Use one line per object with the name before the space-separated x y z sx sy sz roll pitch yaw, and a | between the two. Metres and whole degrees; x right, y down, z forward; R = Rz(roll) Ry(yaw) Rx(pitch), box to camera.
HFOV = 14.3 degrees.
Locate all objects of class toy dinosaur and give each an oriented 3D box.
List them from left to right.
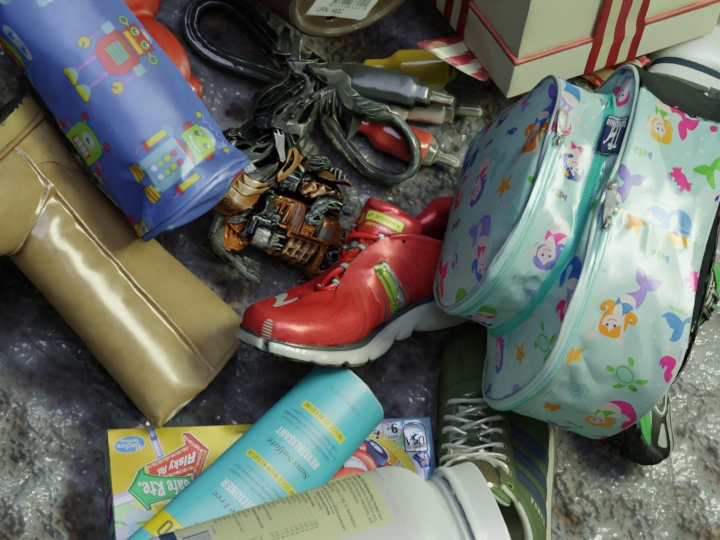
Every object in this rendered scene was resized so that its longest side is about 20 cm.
toy dinosaur | -0.055 -0.069 1.748 0.136 0.200 0.102 -48 40 1

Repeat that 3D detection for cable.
cable | -0.023 -0.113 1.838 0.199 0.050 0.097 15 83 7

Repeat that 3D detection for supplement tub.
supplement tub | -0.016 0.192 1.582 0.199 0.145 0.145 -16 73 -8

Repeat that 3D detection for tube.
tube | -0.070 0.137 1.676 0.077 0.050 0.200 42 71 5

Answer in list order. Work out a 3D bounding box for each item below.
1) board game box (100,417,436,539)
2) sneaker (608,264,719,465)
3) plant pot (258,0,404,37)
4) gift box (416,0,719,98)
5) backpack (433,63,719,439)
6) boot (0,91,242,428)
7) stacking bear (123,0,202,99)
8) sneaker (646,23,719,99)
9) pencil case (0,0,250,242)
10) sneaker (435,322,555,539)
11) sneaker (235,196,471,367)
board game box | -0.050 0.159 1.713 0.199 0.034 0.135 -2 69 -13
sneaker | 0.189 0.026 1.796 0.085 0.078 0.201 9 67 -10
plant pot | -0.043 -0.247 1.773 0.187 0.187 0.200 -19 61 -19
gift box | 0.114 -0.229 1.807 0.200 0.187 0.185 -15 53 -20
backpack | 0.130 -0.008 1.677 0.150 0.178 0.201 14 71 -16
boot | -0.173 0.013 1.679 0.200 0.066 0.175 50 50 -13
stacking bear | -0.173 -0.175 1.784 0.121 0.114 0.200 -25 80 -20
sneaker | 0.283 -0.114 1.879 0.200 0.076 0.081 24 56 -4
pencil case | -0.153 -0.110 1.686 0.078 0.087 0.200 -37 87 -35
sneaker | 0.077 0.123 1.709 0.067 0.090 0.201 -9 76 14
sneaker | 0.000 0.000 1.719 0.077 0.085 0.200 19 27 36
